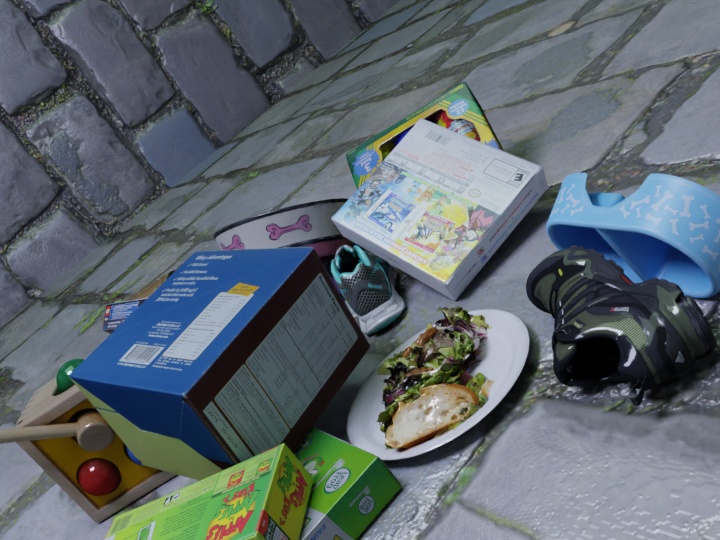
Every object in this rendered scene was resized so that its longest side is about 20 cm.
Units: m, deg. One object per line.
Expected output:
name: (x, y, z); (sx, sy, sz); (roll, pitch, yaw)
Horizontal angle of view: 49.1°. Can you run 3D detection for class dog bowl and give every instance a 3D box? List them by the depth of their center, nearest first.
dog bowl: (0.239, -0.029, 0.677); (0.050, 0.111, 0.200); (-53, 24, -10)
dog bowl: (-0.100, -0.039, 1.106); (0.199, 0.074, 0.200); (-14, -2, -1)

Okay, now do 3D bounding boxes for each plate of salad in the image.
plate of salad: (0.066, 0.097, 0.750); (0.200, 0.048, 0.200); (-31, 21, 13)

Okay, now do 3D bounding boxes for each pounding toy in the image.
pounding toy: (-0.321, 0.186, 0.935); (0.184, 0.200, 0.142); (-32, 21, 8)

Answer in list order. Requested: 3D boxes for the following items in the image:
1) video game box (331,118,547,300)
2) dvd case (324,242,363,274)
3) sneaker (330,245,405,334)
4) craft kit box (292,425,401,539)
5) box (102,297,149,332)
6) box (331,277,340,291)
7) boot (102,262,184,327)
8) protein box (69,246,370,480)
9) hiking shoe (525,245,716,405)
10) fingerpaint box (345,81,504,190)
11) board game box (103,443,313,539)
video game box: (0.092, -0.080, 0.953); (0.182, 0.047, 0.200); (-47, 50, -14)
dvd case: (-0.009, -0.069, 1.262); (0.200, 0.022, 0.146); (-42, 22, -19)
sneaker: (0.000, 0.000, 0.999); (0.077, 0.091, 0.200); (-34, 20, 1)
craft kit box: (-0.089, 0.229, 0.710); (0.200, 0.049, 0.197); (-44, 25, -22)
box: (-0.222, 0.076, 1.053); (0.137, 0.199, 0.040); (-8, 72, 49)
box: (-0.143, 0.038, 1.092); (0.199, 0.136, 0.039); (-14, 71, 42)
boot: (-0.421, 0.071, 1.546); (0.199, 0.066, 0.175); (-31, 9, 11)
protein box: (-0.138, 0.090, 0.797); (0.198, 0.135, 0.200); (-1, 38, 42)
hiking shoe: (0.183, 0.042, 0.646); (0.101, 0.076, 0.200); (-36, 21, -12)
fingerpaint box: (0.094, -0.135, 1.072); (0.199, 0.073, 0.167); (-29, 52, 15)
board game box: (-0.140, 0.229, 0.663); (0.199, 0.048, 0.102); (-27, 23, 21)
